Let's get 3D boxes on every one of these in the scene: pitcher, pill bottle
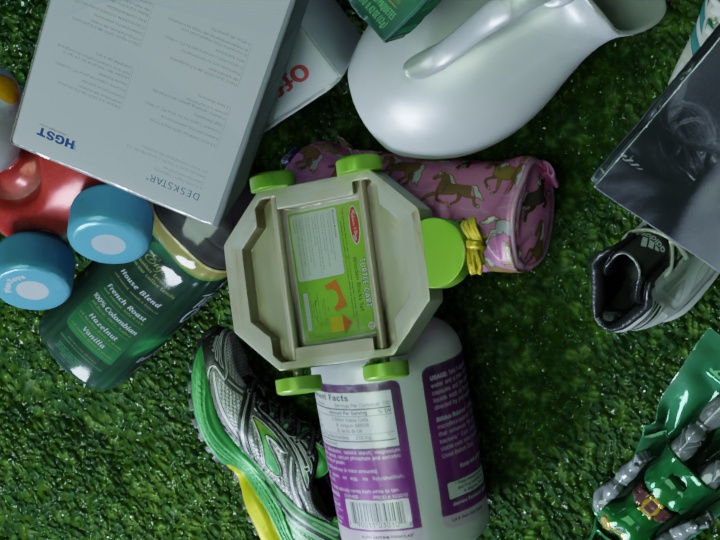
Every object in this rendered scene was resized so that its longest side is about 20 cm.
[{"bbox_3d":[0.080,-0.151,1.286,0.200,0.172,0.121,-27,83,31],"label":"pitcher"},{"bbox_3d":[0.025,0.100,1.418,0.112,0.112,0.200,-4,100,29],"label":"pill bottle"}]

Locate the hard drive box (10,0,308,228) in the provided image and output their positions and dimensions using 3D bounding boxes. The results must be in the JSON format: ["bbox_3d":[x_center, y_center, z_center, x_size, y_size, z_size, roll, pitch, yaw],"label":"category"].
[{"bbox_3d":[-0.127,-0.152,1.293,0.156,0.077,0.200,23,119,1],"label":"hard drive box"}]

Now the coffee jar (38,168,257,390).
[{"bbox_3d":[-0.152,-0.001,1.491,0.085,0.104,0.200,45,121,0],"label":"coffee jar"}]

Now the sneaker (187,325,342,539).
[{"bbox_3d":[-0.063,0.128,1.504,0.085,0.078,0.200,-26,99,24],"label":"sneaker"}]

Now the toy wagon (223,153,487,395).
[{"bbox_3d":[0.000,0.000,1.340,0.200,0.040,0.155,-10,85,26],"label":"toy wagon"}]

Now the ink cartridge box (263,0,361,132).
[{"bbox_3d":[-0.116,-0.190,1.365,0.145,0.084,0.200,-30,105,26],"label":"ink cartridge box"}]

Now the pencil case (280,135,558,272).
[{"bbox_3d":[0.041,-0.046,1.387,0.200,0.083,0.087,7,106,27],"label":"pencil case"}]

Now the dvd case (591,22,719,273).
[{"bbox_3d":[0.265,-0.060,1.221,0.200,0.016,0.149,32,109,-23],"label":"dvd case"}]

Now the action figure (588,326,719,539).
[{"bbox_3d":[0.221,0.146,1.361,0.118,0.055,0.200,45,123,8],"label":"action figure"}]

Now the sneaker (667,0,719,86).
[{"bbox_3d":[0.232,-0.155,1.215,0.070,0.093,0.200,28,93,28],"label":"sneaker"}]

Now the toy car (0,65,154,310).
[{"bbox_3d":[-0.256,-0.106,1.421,0.177,0.200,0.185,-27,47,36],"label":"toy car"}]

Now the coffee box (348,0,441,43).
[{"bbox_3d":[0.047,-0.250,1.183,0.200,0.044,0.123,-42,83,29],"label":"coffee box"}]

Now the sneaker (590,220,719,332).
[{"bbox_3d":[0.222,-0.030,1.274,0.076,0.115,0.201,41,118,13],"label":"sneaker"}]
